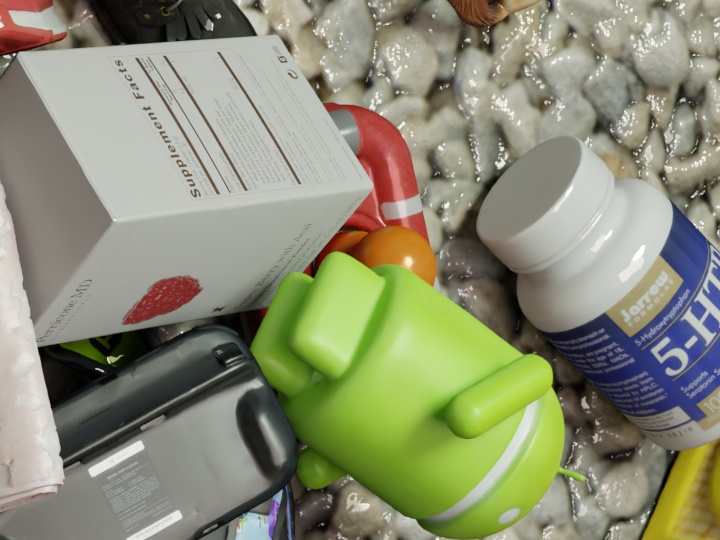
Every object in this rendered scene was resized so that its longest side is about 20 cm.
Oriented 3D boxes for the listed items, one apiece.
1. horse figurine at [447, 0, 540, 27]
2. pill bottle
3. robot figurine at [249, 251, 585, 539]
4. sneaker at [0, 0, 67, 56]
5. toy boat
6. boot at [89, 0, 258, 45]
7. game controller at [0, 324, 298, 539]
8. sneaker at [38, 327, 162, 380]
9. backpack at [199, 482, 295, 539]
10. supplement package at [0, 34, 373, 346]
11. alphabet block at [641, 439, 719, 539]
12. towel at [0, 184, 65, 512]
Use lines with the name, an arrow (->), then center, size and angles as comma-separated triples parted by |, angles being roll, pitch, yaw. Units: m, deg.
horse figurine -> 0.105, -0.222, 1.795 | 0.200, 0.050, 0.133 | -54, 133, -26
pill bottle -> 0.171, 0.012, 1.811 | 0.200, 0.120, 0.120 | 43, 72, -24
robot figurine -> 0.034, 0.076, 1.618 | 0.200, 0.175, 0.116 | 38, 54, -21
sneaker -> -0.215, -0.173, 1.551 | 0.078, 0.200, 0.116 | -15, 96, -2
toy boat -> 0.000, 0.000, 1.705 | 0.130, 0.131, 0.201 | -18, 101, -28
boot -> -0.103, -0.173, 1.612 | 0.200, 0.174, 0.069 | 41, 73, -25
game controller -> -0.131, 0.112, 1.542 | 0.200, 0.042, 0.105 | -28, 98, -19
sneaker -> -0.186, 0.002, 1.624 | 0.200, 0.083, 0.071 | 39, 80, -25
backpack -> -0.123, 0.204, 1.637 | 0.182, 0.134, 0.201 | -11, 96, -25
supplement package -> -0.118, -0.046, 1.584 | 0.200, 0.121, 0.120 | -9, 60, -45
alphabet block -> 0.337, 0.165, 1.871 | 0.200, 0.196, 0.196 | 29, 76, -28
towel -> -0.262, 0.047, 1.510 | 0.032, 0.191, 0.201 | 23, 50, -68
